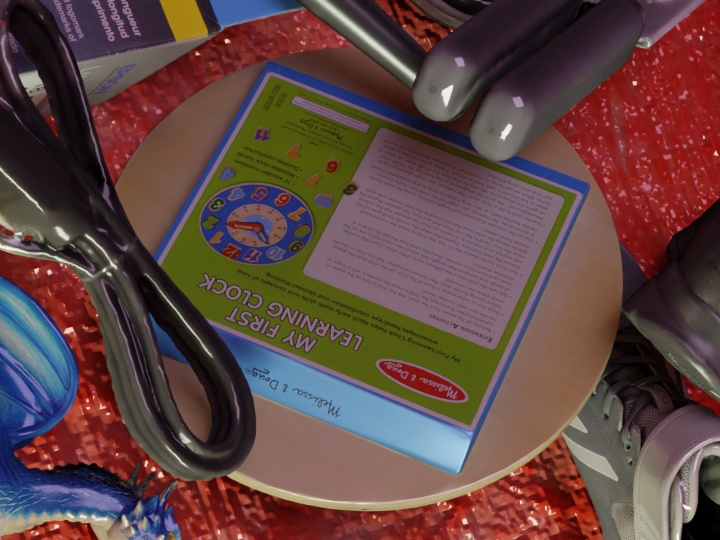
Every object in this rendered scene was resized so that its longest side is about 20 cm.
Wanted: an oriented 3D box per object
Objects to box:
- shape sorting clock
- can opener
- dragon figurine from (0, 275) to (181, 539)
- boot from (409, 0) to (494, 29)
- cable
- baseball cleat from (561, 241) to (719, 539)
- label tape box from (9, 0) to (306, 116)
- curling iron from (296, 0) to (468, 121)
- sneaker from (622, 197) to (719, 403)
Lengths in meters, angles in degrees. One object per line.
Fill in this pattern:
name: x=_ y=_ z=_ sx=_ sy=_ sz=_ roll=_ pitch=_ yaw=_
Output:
shape sorting clock: x=0.000 y=0.000 z=0.898 sx=0.199 sy=0.039 sz=0.201 roll=3 pitch=56 yaw=-4
can opener: x=0.078 y=-0.085 z=0.936 sx=0.053 sy=0.067 sz=0.200 roll=35 pitch=37 yaw=12
dragon figurine: x=-0.139 y=0.040 z=0.832 sx=0.099 sy=0.059 sz=0.201 roll=-29 pitch=88 yaw=-30
boot: x=0.051 y=-0.215 z=0.949 sx=0.073 sy=0.154 sz=0.205 roll=-5 pitch=72 yaw=-38
cable: x=-0.104 y=-0.015 z=0.821 sx=0.200 sy=0.050 sz=0.097 roll=51 pitch=46 yaw=-25
baseball cleat: x=0.109 y=0.049 z=0.911 sx=0.069 sy=0.106 sz=0.201 roll=-20 pitch=78 yaw=-17
label tape box: x=-0.138 y=-0.131 z=0.890 sx=0.199 sy=0.063 sz=0.145 roll=-16 pitch=78 yaw=-35
curling iron: x=-0.040 y=-0.116 z=0.889 sx=0.200 sy=0.026 sz=0.050 roll=34 pitch=74 yaw=-19
sneaker: x=0.166 y=-0.007 z=0.923 sx=0.076 sy=0.091 sz=0.200 roll=40 pitch=18 yaw=3
